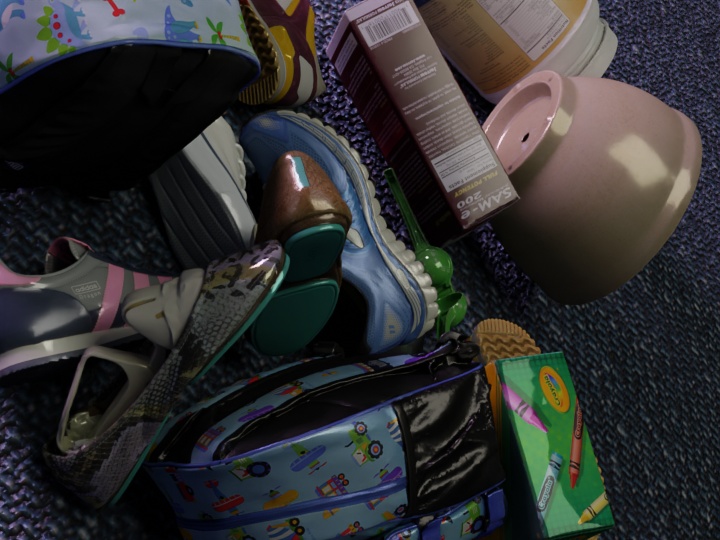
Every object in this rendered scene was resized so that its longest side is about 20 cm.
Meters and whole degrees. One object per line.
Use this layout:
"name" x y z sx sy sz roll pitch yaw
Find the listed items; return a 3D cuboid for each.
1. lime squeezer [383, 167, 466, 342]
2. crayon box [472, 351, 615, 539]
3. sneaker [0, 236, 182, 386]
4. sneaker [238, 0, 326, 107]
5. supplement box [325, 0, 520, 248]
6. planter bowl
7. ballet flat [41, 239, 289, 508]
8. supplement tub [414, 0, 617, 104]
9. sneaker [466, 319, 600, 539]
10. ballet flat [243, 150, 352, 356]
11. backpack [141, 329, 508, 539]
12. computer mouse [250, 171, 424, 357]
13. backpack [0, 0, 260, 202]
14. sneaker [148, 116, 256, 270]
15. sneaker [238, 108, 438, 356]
"lime squeezer" 0.053 0.004 1.135 0.070 0.038 0.201 33 29 -38
"crayon box" 0.087 0.147 0.958 0.058 0.200 0.120 -5 68 -26
"sneaker" -0.156 0.012 0.886 0.199 0.070 0.083 -13 80 -52
"sneaker" -0.088 -0.224 1.117 0.090 0.074 0.202 -5 77 -57
"supplement box" 0.049 -0.124 1.156 0.060 0.109 0.202 -27 87 -13
"planter bowl" 0.181 -0.090 1.219 0.134 0.200 0.202 34 45 -23
"ballet flat" -0.122 0.052 0.811 0.072 0.201 0.072 36 14 -10
"supplement tub" 0.133 -0.248 1.305 0.200 0.144 0.145 43 42 -20
"sneaker" 0.119 0.141 1.056 0.074 0.090 0.202 5 51 -29
"ballet flat" -0.047 -0.014 0.895 0.067 0.200 0.073 -12 67 -12
"backpack" -0.029 0.127 0.873 0.199 0.182 0.136 -17 96 -38
"computer mouse" 0.000 0.000 1.078 0.138 0.053 0.202 -3 69 -49
"backpack" -0.174 -0.142 0.853 0.182 0.199 0.149 -4 74 -47
"sneaker" -0.108 -0.069 0.987 0.071 0.073 0.202 -22 84 -50
"sneaker" -0.028 -0.026 0.997 0.089 0.079 0.201 -30 82 -35
